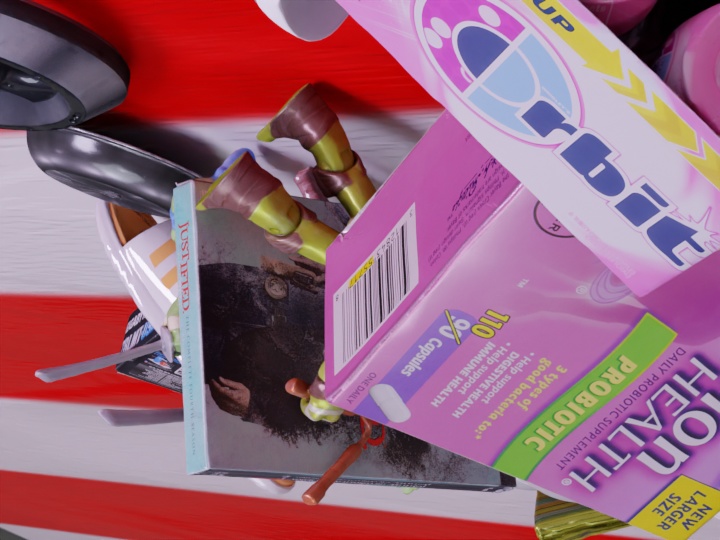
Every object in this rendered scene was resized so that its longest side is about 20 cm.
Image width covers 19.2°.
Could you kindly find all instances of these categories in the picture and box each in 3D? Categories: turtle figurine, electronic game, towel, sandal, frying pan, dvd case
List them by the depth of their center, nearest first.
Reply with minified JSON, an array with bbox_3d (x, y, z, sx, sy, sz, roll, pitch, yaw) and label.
[{"bbox_3d":[0.000,0.000,1.029,0.161,0.200,0.064,43,168,-6],"label":"turtle figurine"},{"bbox_3d":[-0.212,-0.114,1.060,0.198,0.042,0.200,10,168,2],"label":"electronic game"},{"bbox_3d":[-0.005,0.037,1.082,0.199,0.147,0.022,9,160,-39],"label":"dvd case"},{"bbox_3d":[-0.056,0.058,1.141,0.194,0.201,0.144,38,148,-20],"label":"turtle figurine"},{"bbox_3d":[-0.110,-0.044,1.203,0.115,0.031,0.189,11,169,47],"label":"frying pan"},{"bbox_3d":[-0.079,0.030,1.246,0.059,0.207,0.079,-34,172,15],"label":"sandal"},{"bbox_3d":[0.151,0.126,1.303,0.085,0.018,0.200,-14,-172,9],"label":"towel"}]

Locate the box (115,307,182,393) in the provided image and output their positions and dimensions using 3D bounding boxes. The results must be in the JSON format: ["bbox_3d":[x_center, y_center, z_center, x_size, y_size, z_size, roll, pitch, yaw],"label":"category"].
[{"bbox_3d":[-0.046,0.060,1.429,0.199,0.050,0.198,20,159,-14],"label":"box"}]

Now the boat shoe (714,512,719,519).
[{"bbox_3d":[0.236,0.113,1.125,0.070,0.071,0.199,-24,-170,-36],"label":"boat shoe"}]

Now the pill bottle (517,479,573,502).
[{"bbox_3d":[0.135,0.071,1.195,0.114,0.115,0.200,21,162,-17],"label":"pill bottle"}]

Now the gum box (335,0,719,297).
[{"bbox_3d":[0.066,-0.094,0.723,0.200,0.066,0.113,44,157,-2],"label":"gum box"}]

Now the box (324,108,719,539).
[{"bbox_3d":[0.111,0.008,0.937,0.199,0.097,0.176,23,131,-23],"label":"box"}]

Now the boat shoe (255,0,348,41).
[{"bbox_3d":[-0.048,-0.152,0.776,0.066,0.070,0.200,31,174,24],"label":"boat shoe"}]
